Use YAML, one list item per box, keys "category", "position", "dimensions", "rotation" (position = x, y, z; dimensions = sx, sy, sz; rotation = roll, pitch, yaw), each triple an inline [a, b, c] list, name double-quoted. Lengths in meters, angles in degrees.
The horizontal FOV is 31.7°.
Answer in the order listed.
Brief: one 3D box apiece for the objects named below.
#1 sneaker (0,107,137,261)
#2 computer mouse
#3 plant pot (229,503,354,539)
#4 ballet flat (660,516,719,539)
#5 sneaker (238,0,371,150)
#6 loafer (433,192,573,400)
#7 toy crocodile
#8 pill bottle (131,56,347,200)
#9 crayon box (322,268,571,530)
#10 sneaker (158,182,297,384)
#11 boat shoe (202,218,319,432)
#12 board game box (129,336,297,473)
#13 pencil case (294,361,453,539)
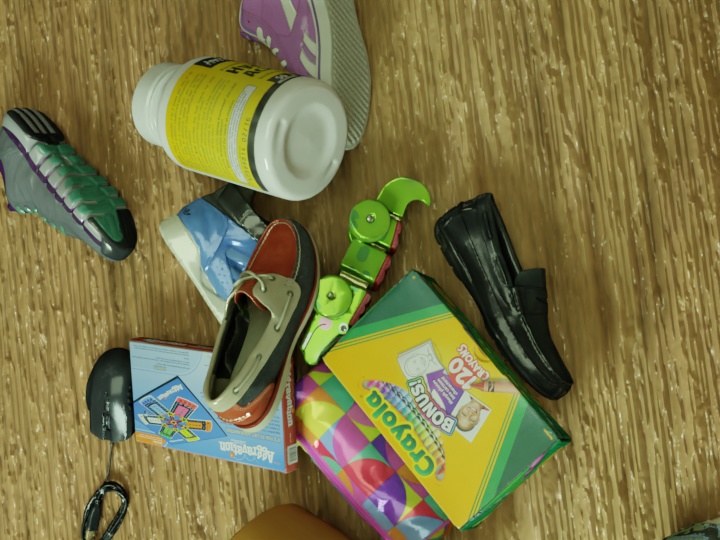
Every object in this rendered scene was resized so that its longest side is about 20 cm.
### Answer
- category: "sneaker"
  position: [-0.302, -0.068, 1.268]
  dimensions: [0.088, 0.074, 0.200]
  rotation: [-48, 70, 23]
- category: "computer mouse"
  position: [-0.252, 0.176, 1.248]
  dimensions: [0.058, 0.034, 0.201]
  rotation: [5, 88, 12]
- category: "plant pot"
  position: [-0.039, 0.313, 1.122]
  dimensions: [0.183, 0.200, 0.201]
  rotation: [39, 95, 28]
- category: "ballet flat"
  position: [0.354, 0.238, 1.097]
  dimensions: [0.199, 0.074, 0.075]
  rotation: [8, 88, 12]
- category: "sneaker"
  position: [-0.057, -0.209, 1.222]
  dimensions: [0.114, 0.073, 0.202]
  rotation: [-9, 90, 32]
- category: "loafer"
  position: [0.140, 0.022, 1.150]
  dimensions: [0.070, 0.068, 0.201]
  rotation: [-33, 76, 17]
- category: "toy crocodile"
  position: [0.000, 0.000, 1.173]
  dimensions: [0.062, 0.068, 0.201]
  rotation: [26, 78, 3]
- category: "pill bottle"
  position: [-0.118, -0.138, 1.176]
  dimensions: [0.199, 0.111, 0.112]
  rotation: [18, 90, 37]
- category: "crayon box"
  position: [0.074, 0.113, 1.117]
  dimensions: [0.119, 0.058, 0.200]
  rotation: [-44, 70, 10]
- category: "sneaker"
  position: [-0.091, 0.010, 1.200]
  dimensions: [0.111, 0.077, 0.200]
  rotation: [-34, 90, -4]
- category: "boat shoe"
  position: [-0.088, 0.038, 1.101]
  dimensions: [0.071, 0.063, 0.201]
  rotation: [-3, 61, 34]
- category: "board game box"
  position: [-0.140, 0.122, 1.181]
  dimensions: [0.199, 0.019, 0.104]
  rotation: [5, 100, 38]
- category: "pencil case"
  position: [0.002, 0.176, 1.165]
  dimensions: [0.200, 0.088, 0.088]
  rotation: [44, 96, 13]
